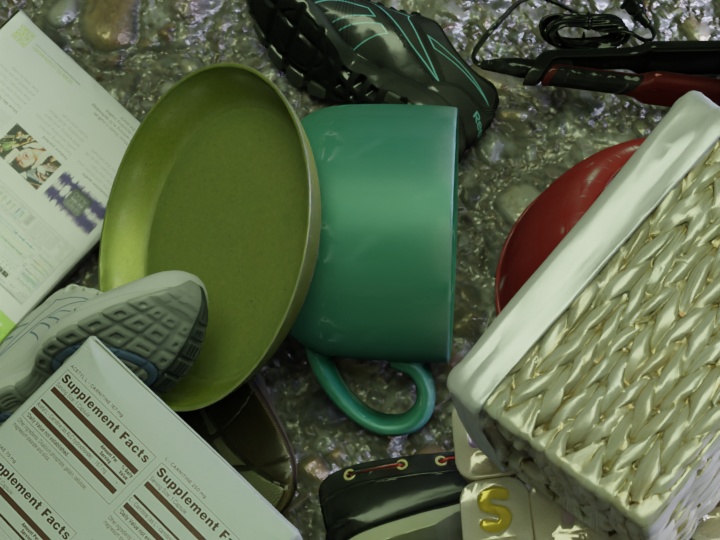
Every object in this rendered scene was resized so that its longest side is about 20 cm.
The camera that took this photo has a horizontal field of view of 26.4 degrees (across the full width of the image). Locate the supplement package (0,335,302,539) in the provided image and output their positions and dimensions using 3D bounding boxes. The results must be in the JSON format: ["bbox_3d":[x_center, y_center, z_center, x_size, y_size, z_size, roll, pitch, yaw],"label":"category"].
[{"bbox_3d":[-0.137,0.176,0.773,0.147,0.192,0.200,41,77,18],"label":"supplement package"}]

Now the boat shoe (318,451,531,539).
[{"bbox_3d":[0.074,0.128,0.899,0.199,0.074,0.063,-11,53,-10],"label":"boat shoe"}]

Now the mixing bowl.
[{"bbox_3d":[0.185,-0.007,0.944,0.198,0.109,0.202,0,64,0],"label":"mixing bowl"}]

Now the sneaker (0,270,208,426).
[{"bbox_3d":[-0.163,0.040,0.888,0.199,0.074,0.088,-27,40,33],"label":"sneaker"}]

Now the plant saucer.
[{"bbox_3d":[-0.084,-0.018,0.887,0.031,0.200,0.202,11,56,-41],"label":"plant saucer"}]

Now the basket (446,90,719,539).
[{"bbox_3d":[0.158,0.038,0.778,0.123,0.136,0.200,37,81,24],"label":"basket"}]

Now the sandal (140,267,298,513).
[{"bbox_3d":[-0.085,0.066,0.939,0.081,0.055,0.201,-31,65,9],"label":"sandal"}]

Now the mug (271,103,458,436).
[{"bbox_3d":[0.000,-0.009,0.922,0.113,0.152,0.187,2,65,5],"label":"mug"}]

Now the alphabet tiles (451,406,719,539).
[{"bbox_3d":[0.150,0.105,0.834,0.198,0.015,0.197,-9,65,12],"label":"alphabet tiles"}]

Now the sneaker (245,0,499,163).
[{"bbox_3d":[0.006,-0.147,1.042,0.200,0.076,0.079,42,58,11],"label":"sneaker"}]

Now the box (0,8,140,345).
[{"bbox_3d":[-0.236,-0.049,0.985,0.144,0.036,0.200,43,70,-3],"label":"box"}]

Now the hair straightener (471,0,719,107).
[{"bbox_3d":[0.174,-0.150,1.043,0.198,0.041,0.078,3,64,-1],"label":"hair straightener"}]
